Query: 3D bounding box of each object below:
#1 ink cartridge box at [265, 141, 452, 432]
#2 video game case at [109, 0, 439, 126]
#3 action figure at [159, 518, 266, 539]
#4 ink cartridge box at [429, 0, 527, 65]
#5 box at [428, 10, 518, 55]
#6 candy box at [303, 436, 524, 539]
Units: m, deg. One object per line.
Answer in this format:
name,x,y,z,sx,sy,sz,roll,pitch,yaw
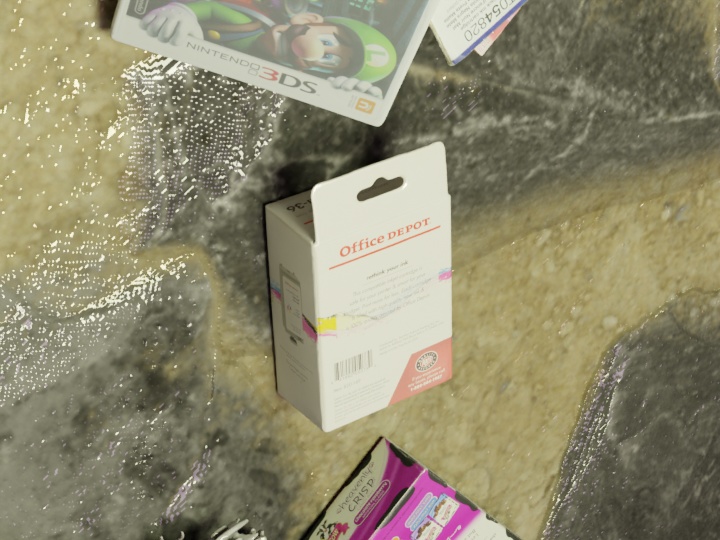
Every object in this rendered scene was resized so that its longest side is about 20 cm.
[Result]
ink cartridge box,0.000,0.000,1.445,0.116,0.067,0.201,-21,127,-28
video game case,-0.043,-0.179,1.214,0.181,0.023,0.200,17,141,-7
action figure,-0.104,0.259,1.515,0.130,0.069,0.200,-36,128,-7
ink cartridge box,0.077,-0.259,1.239,0.200,0.041,0.200,-42,133,-13
box,0.028,-0.241,1.306,0.095,0.103,0.200,-51,133,-2
candy box,0.047,0.235,1.617,0.136,0.061,0.200,-52,133,-2
